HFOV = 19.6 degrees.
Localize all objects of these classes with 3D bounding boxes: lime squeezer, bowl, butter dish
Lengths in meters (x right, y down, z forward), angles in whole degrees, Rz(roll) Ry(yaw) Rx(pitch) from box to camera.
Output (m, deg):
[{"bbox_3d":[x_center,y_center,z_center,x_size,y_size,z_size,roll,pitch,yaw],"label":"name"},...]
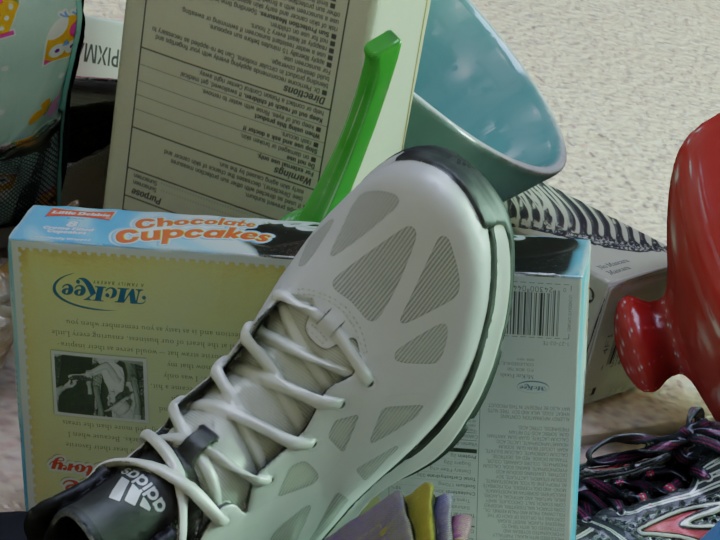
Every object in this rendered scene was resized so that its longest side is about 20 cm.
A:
[{"bbox_3d":[0.000,0.000,0.772,0.038,0.201,0.071,32,65,35],"label":"lime squeezer"},{"bbox_3d":[-0.014,-0.084,0.937,0.200,0.105,0.201,39,21,-19],"label":"bowl"},{"bbox_3d":[0.184,0.015,0.916,0.146,0.200,0.201,-17,58,7],"label":"butter dish"}]

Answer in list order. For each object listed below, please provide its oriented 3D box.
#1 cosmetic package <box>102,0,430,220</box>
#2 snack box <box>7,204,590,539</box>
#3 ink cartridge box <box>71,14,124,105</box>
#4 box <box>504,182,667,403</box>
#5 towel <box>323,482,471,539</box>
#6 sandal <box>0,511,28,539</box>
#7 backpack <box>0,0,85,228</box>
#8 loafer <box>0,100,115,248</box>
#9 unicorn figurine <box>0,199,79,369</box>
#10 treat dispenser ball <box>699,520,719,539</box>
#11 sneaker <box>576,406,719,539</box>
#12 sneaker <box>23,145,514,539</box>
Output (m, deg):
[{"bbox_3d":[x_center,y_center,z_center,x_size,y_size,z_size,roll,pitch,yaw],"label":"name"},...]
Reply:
[{"bbox_3d":[-0.030,-0.101,0.789,0.103,0.202,0.073,20,31,14],"label":"cosmetic package"},{"bbox_3d":[-0.021,0.042,0.728,0.198,0.117,0.037,4,23,8],"label":"snack box"},{"bbox_3d":[-0.129,-0.106,1.045,0.172,0.044,0.199,4,1,29],"label":"ink cartridge box"},{"bbox_3d":[0.057,-0.012,1.025,0.199,0.069,0.082,30,26,32],"label":"box"},{"bbox_3d":[-0.035,0.139,0.544,0.023,0.143,0.200,52,19,-17],"label":"towel"},{"bbox_3d":[-0.176,0.098,0.650,0.199,0.043,0.076,-2,27,-35],"label":"sandal"},{"bbox_3d":[-0.188,-0.116,0.832,0.152,0.200,0.177,-12,66,-28],"label":"backpack"},{"bbox_3d":[-0.178,-0.049,0.964,0.199,0.069,0.075,-7,31,-43],"label":"loafer"},{"bbox_3d":[-0.208,0.027,0.781,0.136,0.074,0.201,24,36,-3],"label":"unicorn figurine"},{"bbox_3d":[0.162,0.143,0.548,0.199,0.203,0.201,13,22,-5],"label":"treat dispenser ball"},{"bbox_3d":[0.117,0.091,0.813,0.198,0.075,0.081,2,26,-26],"label":"sneaker"},{"bbox_3d":[-0.031,0.054,0.641,0.076,0.201,0.115,40,28,18],"label":"sneaker"}]
